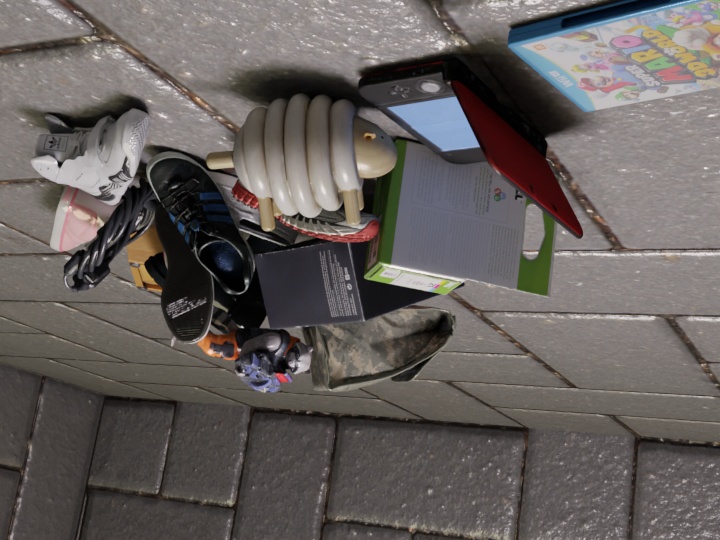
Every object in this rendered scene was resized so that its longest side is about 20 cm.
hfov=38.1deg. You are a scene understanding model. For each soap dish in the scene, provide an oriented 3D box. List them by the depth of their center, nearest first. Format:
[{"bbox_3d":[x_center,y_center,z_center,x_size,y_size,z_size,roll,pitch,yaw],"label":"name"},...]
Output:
[{"bbox_3d":[-0.289,-0.017,1.638,0.156,0.082,0.200,10,164,-5],"label":"soap dish"}]

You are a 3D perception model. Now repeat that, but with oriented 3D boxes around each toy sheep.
[{"bbox_3d":[-0.061,-0.114,1.067,0.198,0.139,0.138,-5,163,5],"label":"toy sheep"}]

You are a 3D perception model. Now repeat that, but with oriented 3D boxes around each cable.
[{"bbox_3d":[-0.317,-0.062,1.376,0.051,0.200,0.164,36,119,-2],"label":"cable"}]

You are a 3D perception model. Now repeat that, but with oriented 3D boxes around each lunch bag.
[{"bbox_3d":[0.029,0.104,1.470,0.198,0.119,0.164,-12,177,-12],"label":"lunch bag"}]

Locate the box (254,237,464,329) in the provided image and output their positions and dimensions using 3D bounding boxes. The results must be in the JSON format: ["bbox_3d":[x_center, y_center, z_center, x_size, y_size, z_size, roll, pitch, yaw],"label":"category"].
[{"bbox_3d":[0.000,0.000,1.354,0.199,0.105,0.181,-16,-173,-44],"label":"box"}]

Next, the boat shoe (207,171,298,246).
[{"bbox_3d":[-0.170,-0.079,1.372,0.199,0.069,0.072,17,162,-30],"label":"boat shoe"}]

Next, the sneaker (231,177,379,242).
[{"bbox_3d":[-0.061,-0.088,1.164,0.199,0.083,0.078,27,-169,30],"label":"sneaker"}]

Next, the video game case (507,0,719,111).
[{"bbox_3d":[0.243,-0.183,0.868,0.199,0.018,0.143,-5,161,41],"label":"video game case"}]

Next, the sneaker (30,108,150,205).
[{"bbox_3d":[-0.317,-0.142,1.213,0.114,0.076,0.200,18,157,-18],"label":"sneaker"}]

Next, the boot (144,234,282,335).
[{"bbox_3d":[-0.189,-0.009,1.513,0.200,0.168,0.076,38,-171,-10],"label":"boot"}]

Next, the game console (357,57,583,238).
[{"bbox_3d":[0.108,-0.109,1.019,0.171,0.120,0.200,-3,160,35],"label":"game console"}]

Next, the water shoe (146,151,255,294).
[{"bbox_3d":[-0.193,-0.060,1.298,0.201,0.071,0.079,54,-174,-21],"label":"water shoe"}]

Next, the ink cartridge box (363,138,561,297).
[{"bbox_3d":[0.116,-0.048,1.176,0.198,0.149,0.076,12,164,-11],"label":"ink cartridge box"}]

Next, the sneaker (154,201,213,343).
[{"bbox_3d":[-0.229,0.009,1.412,0.083,0.202,0.121,-10,164,5],"label":"sneaker"}]

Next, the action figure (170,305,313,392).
[{"bbox_3d":[-0.156,0.099,1.423,0.192,0.105,0.200,14,164,1],"label":"action figure"}]

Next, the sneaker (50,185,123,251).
[{"bbox_3d":[-0.394,-0.065,1.529,0.104,0.076,0.200,18,159,-14],"label":"sneaker"}]
